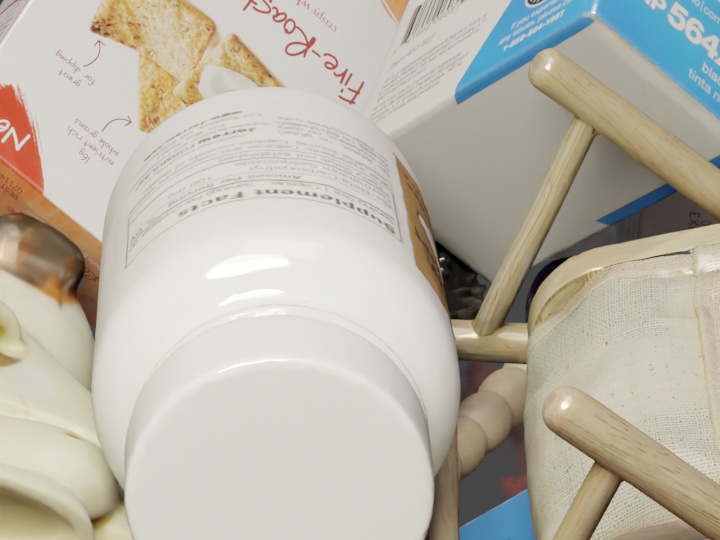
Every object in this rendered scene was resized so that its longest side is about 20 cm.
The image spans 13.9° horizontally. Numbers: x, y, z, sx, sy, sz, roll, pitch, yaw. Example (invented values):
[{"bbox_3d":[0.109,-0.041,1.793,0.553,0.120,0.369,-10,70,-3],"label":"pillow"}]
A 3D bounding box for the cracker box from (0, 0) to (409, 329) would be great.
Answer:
[{"bbox_3d":[-0.069,-0.078,1.126,0.134,0.058,0.200,39,57,-16],"label":"cracker box"}]

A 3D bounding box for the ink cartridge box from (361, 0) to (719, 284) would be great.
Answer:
[{"bbox_3d":[0.092,-0.114,1.095,0.084,0.146,0.200,37,52,-20],"label":"ink cartridge box"}]

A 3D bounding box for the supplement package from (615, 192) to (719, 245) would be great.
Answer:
[{"bbox_3d":[0.167,-0.064,1.207,0.119,0.122,0.200,3,35,0],"label":"supplement package"}]

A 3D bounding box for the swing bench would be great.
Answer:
[{"bbox_3d":[0.127,0.058,0.943,0.199,0.130,0.199,18,32,-10],"label":"swing bench"}]

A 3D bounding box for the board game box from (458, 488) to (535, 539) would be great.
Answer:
[{"bbox_3d":[0.125,0.135,0.986,0.153,0.040,0.200,-26,44,-36],"label":"board game box"}]

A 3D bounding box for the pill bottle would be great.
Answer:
[{"bbox_3d":[-0.027,0.026,0.925,0.114,0.115,0.200,1,23,-3],"label":"pill bottle"}]

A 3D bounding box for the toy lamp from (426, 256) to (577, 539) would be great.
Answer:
[{"bbox_3d":[0.037,0.061,1.073,0.058,0.058,0.200,20,38,23],"label":"toy lamp"}]

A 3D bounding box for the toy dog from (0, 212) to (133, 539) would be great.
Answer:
[{"bbox_3d":[-0.125,0.061,0.994,0.193,0.140,0.200,1,33,-20],"label":"toy dog"}]

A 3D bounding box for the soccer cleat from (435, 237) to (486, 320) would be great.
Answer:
[{"bbox_3d":[0.000,0.000,1.131,0.068,0.073,0.200,35,21,-18],"label":"soccer cleat"}]
